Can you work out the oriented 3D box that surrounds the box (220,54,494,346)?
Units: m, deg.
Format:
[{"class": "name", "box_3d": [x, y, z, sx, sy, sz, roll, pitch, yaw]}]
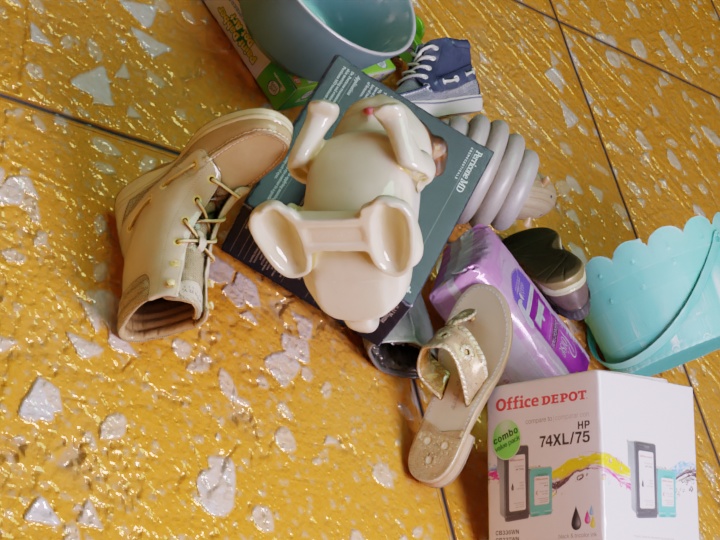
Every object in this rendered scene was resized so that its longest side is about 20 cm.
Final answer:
[{"class": "box", "box_3d": [-0.002, -0.066, 1.536, 0.182, 0.104, 0.201, 31, 60, -2]}]

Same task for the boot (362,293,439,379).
[{"class": "boot", "box_3d": [0.001, -0.001, 1.611, 0.181, 0.072, 0.201, 22, 50, -32]}]

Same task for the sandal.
[{"class": "sandal", "box_3d": [0.086, 0.095, 1.528, 0.070, 0.077, 0.213, 43, 59, -50]}]

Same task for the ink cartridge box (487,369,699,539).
[{"class": "ink cartridge box", "box_3d": [0.219, 0.207, 1.522, 0.145, 0.146, 0.201, 12, 72, -40]}]

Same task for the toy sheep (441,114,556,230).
[{"class": "toy sheep", "box_3d": [0.127, -0.113, 1.796, 0.199, 0.138, 0.138, 21, 40, -4]}]

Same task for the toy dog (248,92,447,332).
[{"class": "toy dog", "box_3d": [0.014, -0.066, 1.394, 0.201, 0.139, 0.194, -74, 147, -44]}]

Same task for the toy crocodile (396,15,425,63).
[{"class": "toy crocodile", "box_3d": [0.022, -0.314, 1.924, 0.201, 0.062, 0.067, 57, 16, 0]}]

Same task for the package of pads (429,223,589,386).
[{"class": "package of pads", "box_3d": [0.156, 0.060, 1.679, 0.200, 0.075, 0.121, 52, 25, -14]}]

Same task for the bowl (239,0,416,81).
[{"class": "bowl", "box_3d": [-0.049, -0.277, 1.695, 0.200, 0.105, 0.202, 29, 39, -27]}]

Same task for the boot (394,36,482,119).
[{"class": "boot", "box_3d": [0.066, -0.216, 1.842, 0.200, 0.072, 0.091, -15, 95, -55]}]

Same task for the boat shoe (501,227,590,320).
[{"class": "boat shoe", "box_3d": [0.206, 0.005, 1.788, 0.201, 0.071, 0.066, -125, -165, -71]}]

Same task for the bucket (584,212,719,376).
[{"class": "bucket", "box_3d": [0.348, 0.036, 1.840, 0.207, 0.207, 0.135, -6, 70, -50]}]

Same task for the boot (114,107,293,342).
[{"class": "boot", "box_3d": [-0.134, -0.037, 1.369, 0.073, 0.199, 0.156, 37, 36, -40]}]

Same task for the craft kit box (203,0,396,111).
[{"class": "craft kit box", "box_3d": [-0.076, -0.280, 1.795, 0.198, 0.049, 0.200, 55, 35, 11]}]
